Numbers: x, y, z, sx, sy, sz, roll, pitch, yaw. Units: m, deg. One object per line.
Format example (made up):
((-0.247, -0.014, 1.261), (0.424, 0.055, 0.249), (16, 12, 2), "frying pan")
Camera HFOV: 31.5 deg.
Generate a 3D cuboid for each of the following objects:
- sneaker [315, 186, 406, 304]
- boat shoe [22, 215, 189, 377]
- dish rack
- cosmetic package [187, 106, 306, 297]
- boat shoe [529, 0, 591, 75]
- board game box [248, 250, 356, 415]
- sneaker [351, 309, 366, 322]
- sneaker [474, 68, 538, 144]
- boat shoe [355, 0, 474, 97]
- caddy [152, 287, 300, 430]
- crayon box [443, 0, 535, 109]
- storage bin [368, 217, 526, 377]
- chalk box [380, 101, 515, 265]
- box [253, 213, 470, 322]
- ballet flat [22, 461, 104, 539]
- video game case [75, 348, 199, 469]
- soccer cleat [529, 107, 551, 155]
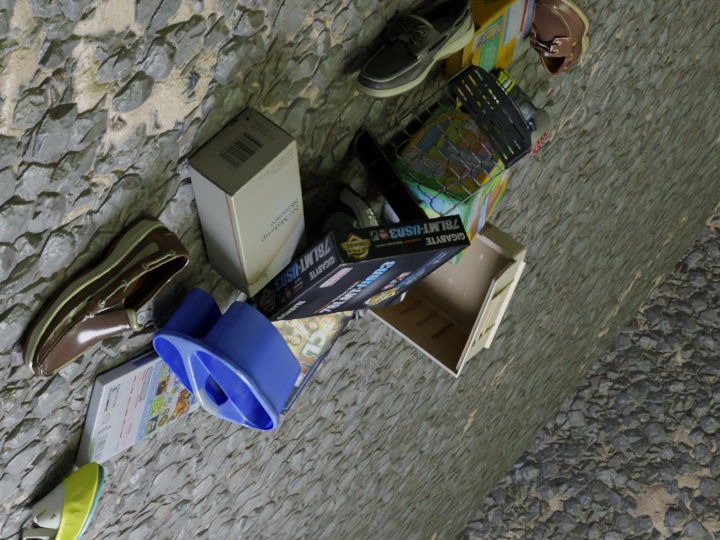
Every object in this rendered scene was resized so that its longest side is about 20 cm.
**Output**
((0.001, -0.023, 1.702), (0.079, 0.074, 0.201), (-37, 131, -6), "sneaker")
((-0.255, 0.036, 1.300), (0.203, 0.075, 0.075), (-50, 158, -10), "boat shoe")
((0.109, -0.156, 1.598), (0.199, 0.154, 0.055), (-36, 172, 10), "dish rack")
((-0.122, -0.072, 1.416), (0.104, 0.073, 0.201), (-44, 155, -22), "cosmetic package")
((0.261, -0.314, 1.696), (0.068, 0.072, 0.200), (-55, 161, -1), "boat shoe")
((-0.096, 0.079, 1.661), (0.135, 0.035, 0.201), (29, 97, -40), "board game box")
((-0.030, 0.035, 1.740), (0.199, 0.082, 0.078), (-28, 147, -43), "sneaker")
((0.199, -0.202, 1.769), (0.074, 0.081, 0.200), (-45, 169, -7), "sneaker")
((0.065, -0.273, 1.511), (0.200, 0.071, 0.066), (-38, 143, -34), "boat shoe")
((-0.158, 0.114, 1.486), (0.106, 0.140, 0.201), (-59, 145, -24), "caddy")
((0.175, -0.319, 1.679), (0.200, 0.051, 0.126), (-42, 155, -29), "crayon box")
((0.115, 0.007, 1.836), (0.093, 0.199, 0.200), (-31, 149, -45), "storage bin")
((0.108, -0.104, 1.710), (0.201, 0.123, 0.125), (-54, 162, -35), "chalk box")
((0.000, 0.000, 1.545), (0.197, 0.050, 0.200), (-10, 163, -37), "box")
((-0.360, 0.304, 1.504), (0.066, 0.067, 0.201), (13, 122, -23), "ballet flat")
((-0.254, 0.150, 1.546), (0.199, 0.018, 0.144), (-27, 145, -48), "video game case")
((0.227, -0.203, 1.935), (0.199, 0.069, 0.086), (-35, 156, -30), "soccer cleat")
